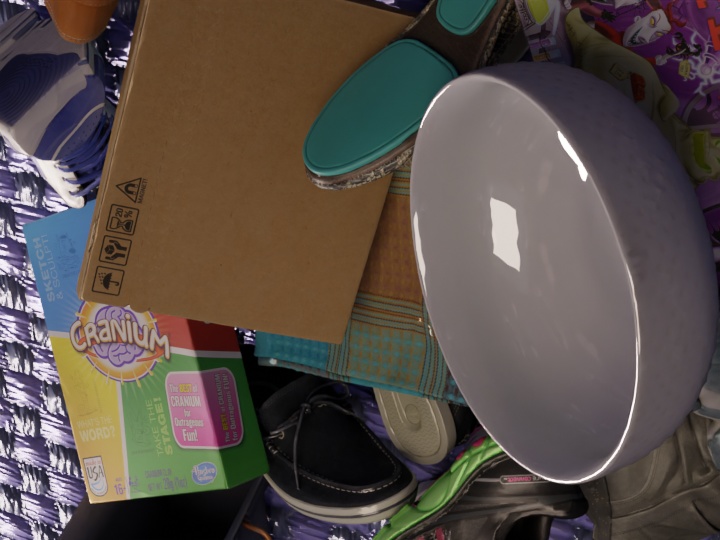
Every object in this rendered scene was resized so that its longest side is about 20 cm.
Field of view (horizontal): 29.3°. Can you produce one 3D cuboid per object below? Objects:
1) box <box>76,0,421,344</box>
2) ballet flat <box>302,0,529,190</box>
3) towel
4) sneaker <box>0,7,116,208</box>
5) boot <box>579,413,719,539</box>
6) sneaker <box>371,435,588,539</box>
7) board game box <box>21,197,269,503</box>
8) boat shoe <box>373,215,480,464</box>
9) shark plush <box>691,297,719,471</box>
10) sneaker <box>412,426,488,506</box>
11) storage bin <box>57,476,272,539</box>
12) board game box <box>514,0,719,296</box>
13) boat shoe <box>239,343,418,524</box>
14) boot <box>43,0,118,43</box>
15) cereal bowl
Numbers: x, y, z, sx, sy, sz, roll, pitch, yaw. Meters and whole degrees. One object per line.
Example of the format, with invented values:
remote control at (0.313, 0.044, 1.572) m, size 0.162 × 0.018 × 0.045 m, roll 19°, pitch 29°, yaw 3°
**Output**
box at (-0.059, -0.063, 0.772) m, size 0.161 × 0.021 × 0.203 m, roll 10°, pitch 110°, yaw -18°
ballet flat at (0.053, -0.114, 0.738) m, size 0.201 × 0.075 × 0.068 m, roll -52°, pitch 53°, yaw 6°
towel at (0.000, 0.000, 0.842) m, size 0.198 × 0.022 × 0.149 m, roll 8°, pitch 107°, yaw 43°
sneaker at (-0.177, -0.094, 0.857) m, size 0.080 × 0.199 × 0.115 m, roll -42°, pitch 118°, yaw -6°
boot at (0.212, 0.164, 0.885) m, size 0.129 × 0.068 × 0.202 m, roll -8°, pitch 118°, yaw 22°
sneaker at (0.063, 0.175, 0.842) m, size 0.084 × 0.076 × 0.201 m, roll 55°, pitch 128°, yaw 24°
board game box at (-0.147, 0.049, 0.927) m, size 0.152 × 0.040 × 0.203 m, roll -14°, pitch 90°, yaw 42°
boat shoe at (0.035, 0.017, 0.877) m, size 0.071 × 0.067 × 0.203 m, roll -1°, pitch 107°, yaw 48°
shark plush at (0.206, 0.033, 0.747) m, size 0.082 × 0.092 × 0.200 m, roll -18°, pitch 146°, yaw 20°
sneaker at (0.063, 0.182, 0.946) m, size 0.080 × 0.087 × 0.202 m, roll 28°, pitch 127°, yaw 6°
storage bin at (-0.127, 0.227, 1.006) m, size 0.143 × 0.201 × 0.136 m, roll 7°, pitch 134°, yaw 20°
board game box at (0.156, -0.078, 0.687) m, size 0.119 × 0.032 × 0.202 m, roll -11°, pitch 114°, yaw 28°
boat shoe at (-0.038, 0.106, 0.916) m, size 0.199 × 0.074 × 0.063 m, roll 30°, pitch 135°, yaw 47°
boot at (-0.130, -0.189, 0.721) m, size 0.073 × 0.201 × 0.156 m, roll 24°, pitch 114°, yaw -10°
cereal bowl at (0.104, -0.004, 0.661) m, size 0.200 × 0.082 × 0.203 m, roll 47°, pitch 144°, yaw 50°
